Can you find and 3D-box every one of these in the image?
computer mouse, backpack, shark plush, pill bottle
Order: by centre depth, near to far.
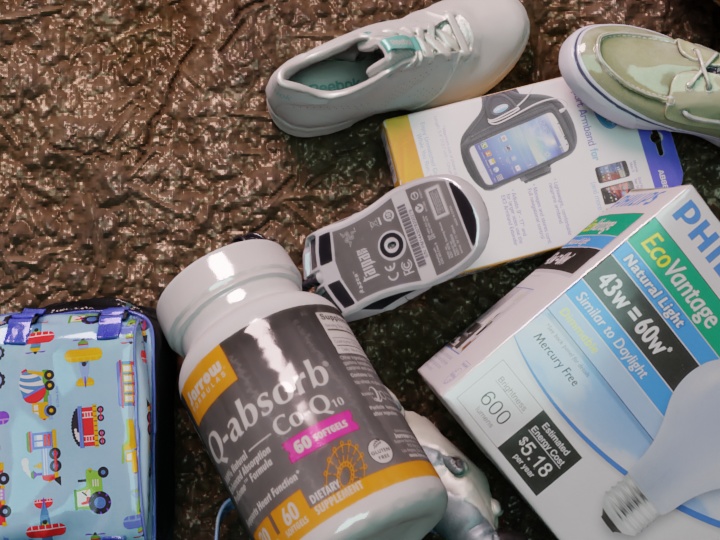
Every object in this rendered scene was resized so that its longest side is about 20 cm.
[{"bbox_3d":[-0.042,0.086,0.693,0.116,0.116,0.200,-30,65,-6],"label":"pill bottle"},{"bbox_3d":[-0.223,0.109,0.728,0.199,0.135,0.183,0,82,0],"label":"backpack"},{"bbox_3d":[0.046,0.156,0.734,0.200,0.091,0.083,40,88,30],"label":"shark plush"},{"bbox_3d":[0.000,0.000,0.773,0.199,0.044,0.110,-22,78,19],"label":"computer mouse"}]

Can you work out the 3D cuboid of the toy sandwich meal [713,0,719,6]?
[{"bbox_3d":[0.270,-0.191,0.781,0.070,0.205,0.205,-39,85,24],"label":"toy sandwich meal"}]

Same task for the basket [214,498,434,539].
[{"bbox_3d":[-0.016,0.244,0.726,0.176,0.139,0.200,6,48,-2],"label":"basket"}]

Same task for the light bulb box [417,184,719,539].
[{"bbox_3d":[0.178,0.081,0.735,0.200,0.125,0.198,-40,95,-2],"label":"light bulb box"}]

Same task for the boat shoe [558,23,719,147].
[{"bbox_3d":[0.236,-0.129,0.785,0.199,0.062,0.072,16,72,-13],"label":"boat shoe"}]

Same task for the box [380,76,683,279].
[{"bbox_3d":[0.124,-0.071,0.813,0.199,0.041,0.120,-14,84,-7],"label":"box"}]

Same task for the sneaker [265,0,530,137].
[{"bbox_3d":[0.031,-0.148,0.793,0.199,0.089,0.075,-22,83,-5],"label":"sneaker"}]
